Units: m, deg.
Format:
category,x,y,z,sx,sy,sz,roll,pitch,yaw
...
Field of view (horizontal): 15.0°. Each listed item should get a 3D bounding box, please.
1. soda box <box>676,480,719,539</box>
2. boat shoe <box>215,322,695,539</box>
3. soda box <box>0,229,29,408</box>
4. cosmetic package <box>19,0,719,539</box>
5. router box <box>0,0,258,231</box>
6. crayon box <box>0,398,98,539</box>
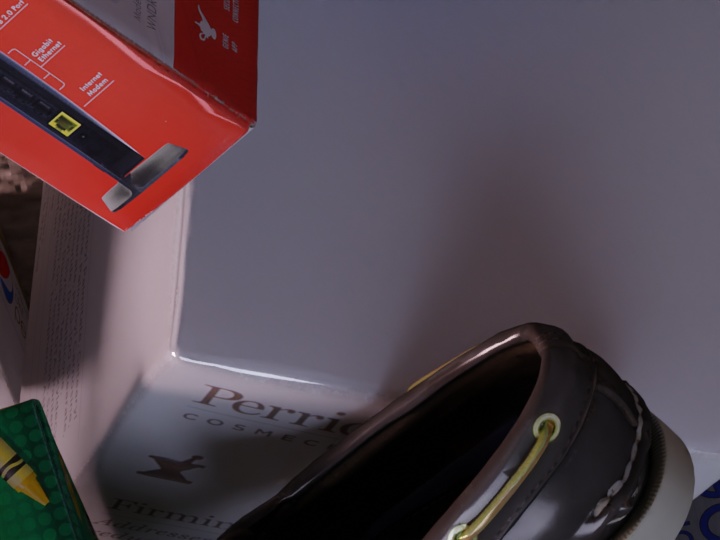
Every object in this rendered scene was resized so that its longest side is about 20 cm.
category,x,y,z,sx,sy,sz,roll,pitch,yaw
soda box,0.109,0.036,0.874,0.068,0.201,0.064,-9,139,3
boat shoe,-0.014,0.084,0.686,0.201,0.072,0.061,-36,124,12
soda box,-0.214,0.036,0.940,0.199,0.064,0.068,-9,137,5
cosmetic package,0.000,0.000,0.812,0.166,0.167,0.200,11,154,-16
router box,-0.105,-0.132,0.664,0.179,0.201,0.049,33,126,-30
crayon box,-0.122,0.115,0.764,0.118,0.058,0.200,-19,155,-5
